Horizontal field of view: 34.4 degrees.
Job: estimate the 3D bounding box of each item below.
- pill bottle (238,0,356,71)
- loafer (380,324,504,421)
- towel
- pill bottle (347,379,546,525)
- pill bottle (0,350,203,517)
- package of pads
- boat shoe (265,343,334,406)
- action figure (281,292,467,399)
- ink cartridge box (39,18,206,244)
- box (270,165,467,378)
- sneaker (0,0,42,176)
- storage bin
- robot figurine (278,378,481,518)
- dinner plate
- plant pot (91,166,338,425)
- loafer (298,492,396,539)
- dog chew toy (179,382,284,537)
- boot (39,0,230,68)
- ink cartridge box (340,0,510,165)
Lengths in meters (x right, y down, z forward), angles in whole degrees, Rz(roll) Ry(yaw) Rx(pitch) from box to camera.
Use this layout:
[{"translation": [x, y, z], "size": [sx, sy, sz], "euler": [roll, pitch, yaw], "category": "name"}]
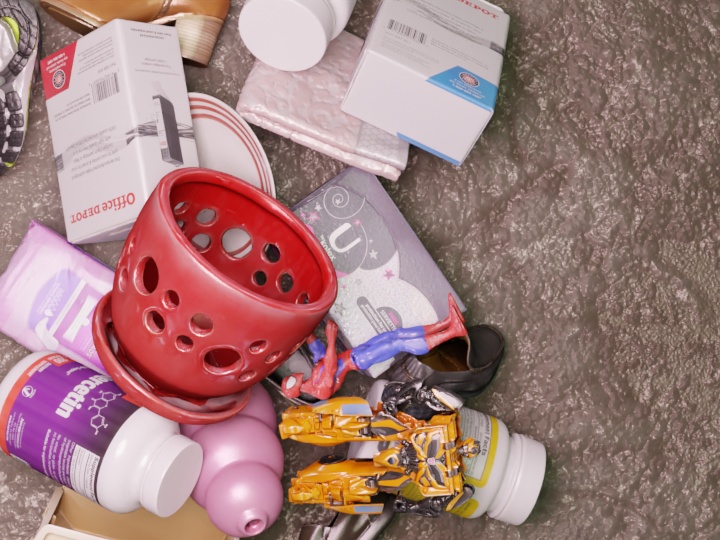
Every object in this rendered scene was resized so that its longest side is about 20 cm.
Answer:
[{"translation": [-0.054, -0.313, 1.238], "size": [0.112, 0.114, 0.201], "euler": [24, 51, -6], "category": "pill bottle"}, {"translation": [0.103, 0.097, 1.254], "size": [0.073, 0.200, 0.073], "euler": [36, 126, 18], "category": "loafer"}, {"translation": [-0.024, -0.198, 1.260], "size": [0.189, 0.032, 0.201], "euler": [22, 43, -7], "category": "towel"}, {"translation": [0.094, 0.203, 1.273], "size": [0.198, 0.114, 0.115], "euler": [20, 84, -7], "category": "pill bottle"}, {"translation": [-0.256, 0.163, 1.141], "size": [0.199, 0.112, 0.113], "euler": [22, 84, 20], "category": "pill bottle"}, {"translation": [-0.297, 0.049, 1.245], "size": [0.199, 0.076, 0.121], "euler": [33, 87, -5], "category": "package of pads"}, {"translation": [-0.102, 0.076, 1.272], "size": [0.200, 0.073, 0.075], "euler": [40, 82, -4], "category": "boat shoe"}, {"translation": [-0.002, 0.061, 1.177], "size": [0.199, 0.065, 0.100], "euler": [-28, 102, 8], "category": "action figure"}, {"translation": [-0.249, -0.140, 1.215], "size": [0.083, 0.143, 0.202], "euler": [-3, 82, -49], "category": "ink cartridge box"}, {"translation": [0.000, 0.000, 1.270], "size": [0.132, 0.115, 0.201], "euler": [-35, 92, -9], "category": "box"}, {"translation": [-0.377, -0.195, 1.250], "size": [0.073, 0.081, 0.202], "euler": [18, 104, -4], "category": "sneaker"}, {"translation": [-0.227, 0.277, 1.174], "size": [0.197, 0.200, 0.095], "euler": [17, 100, -7], "category": "storage bin"}, {"translation": [0.022, 0.185, 1.173], "size": [0.198, 0.058, 0.147], "euler": [-5, 101, 18], "category": "robot figurine"}, {"translation": [-0.161, -0.089, 1.239], "size": [0.024, 0.199, 0.202], "euler": [-22, 90, -51], "category": "dinner plate"}, {"translation": [-0.149, 0.029, 1.121], "size": [0.200, 0.201, 0.183], "euler": [37, 117, -5], "category": "plant pot"}, {"translation": [-0.044, 0.309, 1.276], "size": [0.071, 0.073, 0.200], "euler": [42, 74, 1], "category": "loafer"}, {"translation": [-0.133, 0.191, 1.199], "size": [0.123, 0.200, 0.126], "euler": [-11, 127, -16], "category": "dog chew toy"}, {"translation": [-0.239, -0.321, 1.276], "size": [0.198, 0.074, 0.156], "euler": [14, 86, -19], "category": "boot"}, {"translation": [0.074, -0.226, 1.255], "size": [0.144, 0.084, 0.201], "euler": [24, 41, -6], "category": "ink cartridge box"}]
